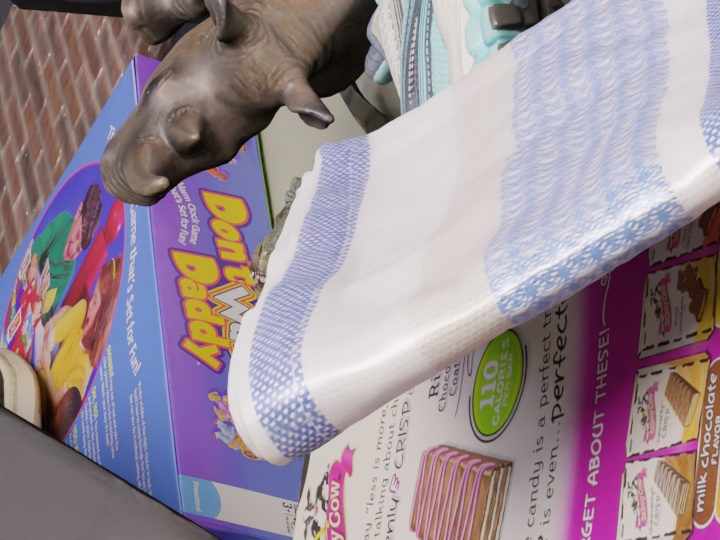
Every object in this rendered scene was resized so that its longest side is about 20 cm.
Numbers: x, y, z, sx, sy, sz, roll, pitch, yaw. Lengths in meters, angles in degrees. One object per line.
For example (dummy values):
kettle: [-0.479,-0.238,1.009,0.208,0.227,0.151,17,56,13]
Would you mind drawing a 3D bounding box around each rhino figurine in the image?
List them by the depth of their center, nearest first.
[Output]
rhino figurine: [-0.021,-0.075,0.763,0.087,0.060,0.200,-28,18,33]

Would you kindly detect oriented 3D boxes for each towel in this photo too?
towel: [0.063,-0.042,0.537,0.200,0.024,0.147,-32,14,16]

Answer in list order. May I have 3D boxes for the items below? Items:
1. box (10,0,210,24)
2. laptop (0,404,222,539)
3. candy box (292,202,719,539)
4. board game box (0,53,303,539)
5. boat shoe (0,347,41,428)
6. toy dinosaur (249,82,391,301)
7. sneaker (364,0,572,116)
box: [-0.067,-0.198,0.894,0.200,0.086,0.164,98,176,-65]
laptop: [-0.123,0.125,0.722,0.188,0.116,0.200,-59,5,-6]
candy box: [0.055,0.053,0.579,0.200,0.061,0.137,-19,59,59]
board game box: [-0.074,0.049,0.896,0.135,0.045,0.200,-55,31,36]
boat shoe: [-0.137,0.075,0.866,0.200,0.065,0.072,-106,36,-61]
toy dinosaur: [0.000,0.000,0.760,0.200,0.047,0.088,-83,-8,-77]
sneaker: [0.030,-0.086,0.706,0.086,0.077,0.200,-47,31,44]
